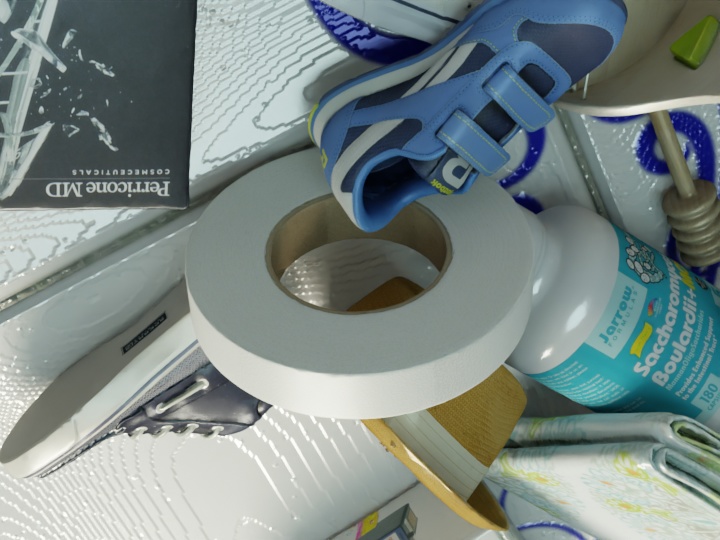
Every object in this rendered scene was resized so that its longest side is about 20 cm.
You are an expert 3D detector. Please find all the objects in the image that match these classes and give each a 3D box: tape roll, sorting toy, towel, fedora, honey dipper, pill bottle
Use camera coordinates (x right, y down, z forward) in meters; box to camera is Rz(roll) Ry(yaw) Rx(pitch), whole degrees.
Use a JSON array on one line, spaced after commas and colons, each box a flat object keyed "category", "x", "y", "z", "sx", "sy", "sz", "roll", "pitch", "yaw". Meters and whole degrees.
[{"category": "tape roll", "x": 0.000, "y": 0.000, "z": 0.889, "sx": 0.200, "sy": 0.204, "sz": 0.037, "roll": -10, "pitch": 131, "yaw": -9}, {"category": "sorting toy", "x": 0.193, "y": -0.171, "z": 0.841, "sx": 0.106, "sy": 0.180, "sz": 0.202, "roll": -1, "pitch": 108, "yaw": -20}, {"category": "towel", "x": 0.189, "y": 0.144, "z": 1.036, "sx": 0.170, "sy": 0.199, "sz": 0.049, "roll": 33, "pitch": 66, "yaw": -26}, {"category": "fedora", "x": 0.040, "y": 0.067, "z": 0.949, "sx": 0.082, "sy": 0.201, "sz": 0.201, "roll": -44, "pitch": 120, "yaw": 2}, {"category": "honey dipper", "x": 0.189, "y": -0.091, "z": 0.985, "sx": 0.038, "sy": 0.038, "sz": 0.201, "roll": -27, "pitch": 119, "yaw": 1}, {"category": "pill bottle", "x": 0.154, "y": 0.031, "z": 0.996, "sx": 0.199, "sy": 0.111, "sz": 0.111, "roll": 28, "pitch": 108, "yaw": -26}]

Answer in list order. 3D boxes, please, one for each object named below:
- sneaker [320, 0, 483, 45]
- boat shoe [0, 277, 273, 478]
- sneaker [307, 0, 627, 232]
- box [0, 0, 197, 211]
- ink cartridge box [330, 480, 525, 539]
[{"category": "sneaker", "x": 0.024, "y": -0.173, "z": 0.885, "sx": 0.198, "sy": 0.073, "sz": 0.071, "roll": 15, "pitch": 104, "yaw": -31}, {"category": "boat shoe", "x": -0.124, "y": 0.084, "z": 0.974, "sx": 0.199, "sy": 0.075, "sz": 0.093, "roll": -37, "pitch": 114, "yaw": 7}, {"category": "sneaker", "x": 0.063, "y": -0.088, "z": 0.863, "sx": 0.199, "sy": 0.083, "sz": 0.074, "roll": -29, "pitch": 139, "yaw": 25}, {"category": "box", "x": -0.187, "y": -0.144, "z": 0.810, "sx": 0.197, "sy": 0.124, "sz": 0.199, "roll": -2, "pitch": 120, "yaw": -13}, {"category": "ink cartridge box", "x": 0.035, "y": 0.249, "z": 1.099, "sx": 0.199, "sy": 0.088, "sz": 0.146, "roll": -33, "pitch": 121, "yaw": 7}]
